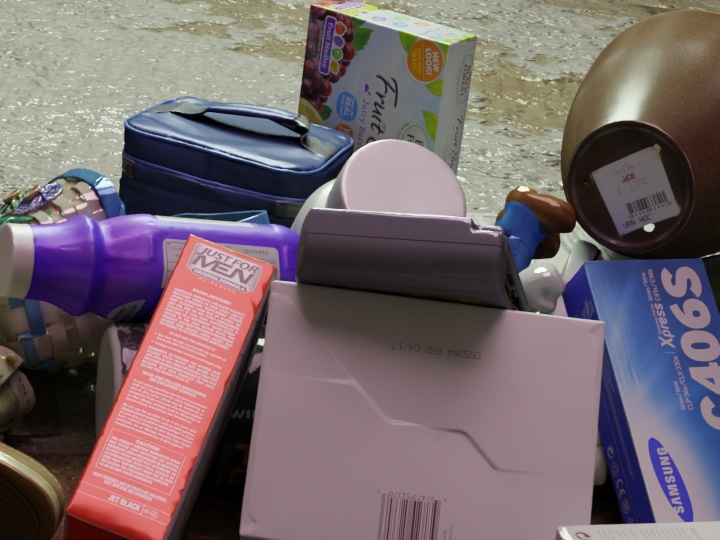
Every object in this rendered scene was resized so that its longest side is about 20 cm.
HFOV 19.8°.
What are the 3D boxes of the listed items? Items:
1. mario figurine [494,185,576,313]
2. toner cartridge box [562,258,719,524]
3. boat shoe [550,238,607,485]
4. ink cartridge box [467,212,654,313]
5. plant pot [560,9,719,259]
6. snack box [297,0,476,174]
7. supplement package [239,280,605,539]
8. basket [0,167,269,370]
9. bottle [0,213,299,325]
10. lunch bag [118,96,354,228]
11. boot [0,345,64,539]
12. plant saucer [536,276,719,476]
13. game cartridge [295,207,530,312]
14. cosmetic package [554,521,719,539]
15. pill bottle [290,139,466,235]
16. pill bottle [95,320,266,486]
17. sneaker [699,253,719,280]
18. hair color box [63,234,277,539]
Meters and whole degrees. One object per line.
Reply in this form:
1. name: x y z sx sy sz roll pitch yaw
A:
1. mario figurine: 0.101 0.052 1.426 0.105 0.201 0.124 14 -21 35
2. toner cartridge box: 0.204 0.089 1.364 0.094 0.043 0.202 -2 62 -21
3. boat shoe: 0.157 0.063 1.429 0.065 0.072 0.201 15 45 1
4. ink cartridge box: 0.149 0.018 1.616 0.198 0.085 0.145 2 22 -12
5. plant pot: 0.221 -0.081 1.505 0.185 0.189 0.200 14 19 17
6. snack box: 0.015 -0.115 1.747 0.141 0.202 0.053 18 23 27
7. supplement package: 0.035 0.108 1.228 0.198 0.157 0.111 7 -19 1
8. basket: -0.178 -0.005 1.462 0.198 0.141 0.176 -16 6 -28
9. bottle: -0.137 0.000 1.345 0.198 0.066 0.083 4 -22 -26
10. lunch bag: -0.098 -0.069 1.690 0.198 0.134 0.136 13 23 16
11. boot: -0.244 0.104 1.307 0.198 0.073 0.154 16 21 21
12. plant saucer: 0.206 0.079 1.474 0.198 0.031 0.201 -6 44 6
13. game cartridge: 0.031 0.010 1.252 0.132 0.042 0.200 0 -17 10
14. cosmetic package: 0.203 0.204 1.143 0.198 0.114 0.081 -1 24 -14
15. pill bottle: 0.000 0.000 1.426 0.113 0.200 0.115 9 58 -14
16. pill bottle: -0.069 0.088 1.348 0.198 0.107 0.106 1 22 -15
17. sneaker: 0.304 0.037 1.658 0.073 0.089 0.200 -14 -7 17
18. hair color box: -0.112 0.091 1.207 0.061 0.102 0.201 20 54 2
